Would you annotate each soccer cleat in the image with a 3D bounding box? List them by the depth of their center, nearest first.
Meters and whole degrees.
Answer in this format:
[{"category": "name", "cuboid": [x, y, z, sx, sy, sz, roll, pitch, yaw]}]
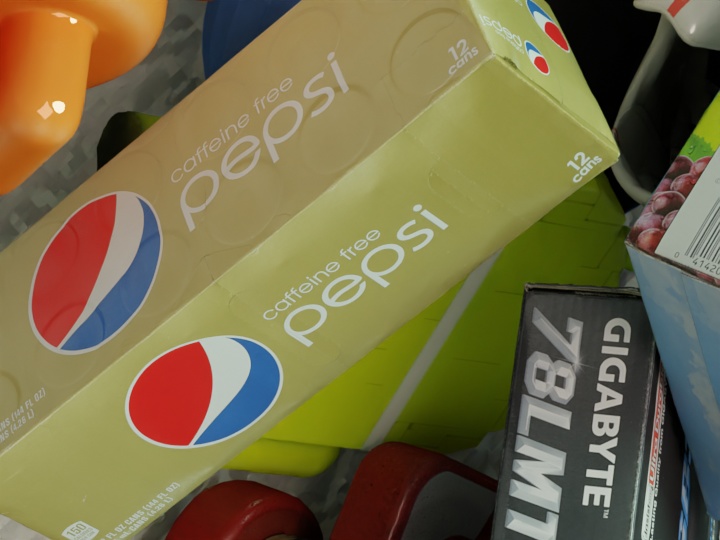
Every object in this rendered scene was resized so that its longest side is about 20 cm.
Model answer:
[{"category": "soccer cleat", "cuboid": [0.112, -0.028, 0.935, 0.085, 0.069, 0.200, -32, 143, -29]}]

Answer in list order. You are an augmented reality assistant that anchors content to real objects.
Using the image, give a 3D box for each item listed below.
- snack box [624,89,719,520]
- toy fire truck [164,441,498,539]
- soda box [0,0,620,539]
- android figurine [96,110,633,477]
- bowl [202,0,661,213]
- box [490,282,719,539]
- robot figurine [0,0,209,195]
[{"category": "snack box", "cuboid": [0.164, -0.033, 0.876, 0.200, 0.068, 0.169, -58, 152, -19]}, {"category": "toy fire truck", "cuboid": [0.006, 0.163, 0.981, 0.168, 0.112, 0.200, 31, 78, -53]}, {"category": "soda box", "cuboid": [-0.029, -0.008, 0.834, 0.200, 0.068, 0.064, -39, 136, 18]}, {"category": "android figurine", "cuboid": [0.000, 0.000, 0.934, 0.200, 0.041, 0.182, 6, 131, -30]}, {"category": "bowl", "cuboid": [0.050, -0.078, 0.939, 0.200, 0.039, 0.201, -16, 140, -14]}, {"category": "box", "cuboid": [0.075, 0.123, 0.926, 0.050, 0.199, 0.200, 4, 75, 13]}, {"category": "robot figurine", "cuboid": [-0.107, -0.125, 0.822, 0.117, 0.144, 0.200, 52, 40, -66]}]
